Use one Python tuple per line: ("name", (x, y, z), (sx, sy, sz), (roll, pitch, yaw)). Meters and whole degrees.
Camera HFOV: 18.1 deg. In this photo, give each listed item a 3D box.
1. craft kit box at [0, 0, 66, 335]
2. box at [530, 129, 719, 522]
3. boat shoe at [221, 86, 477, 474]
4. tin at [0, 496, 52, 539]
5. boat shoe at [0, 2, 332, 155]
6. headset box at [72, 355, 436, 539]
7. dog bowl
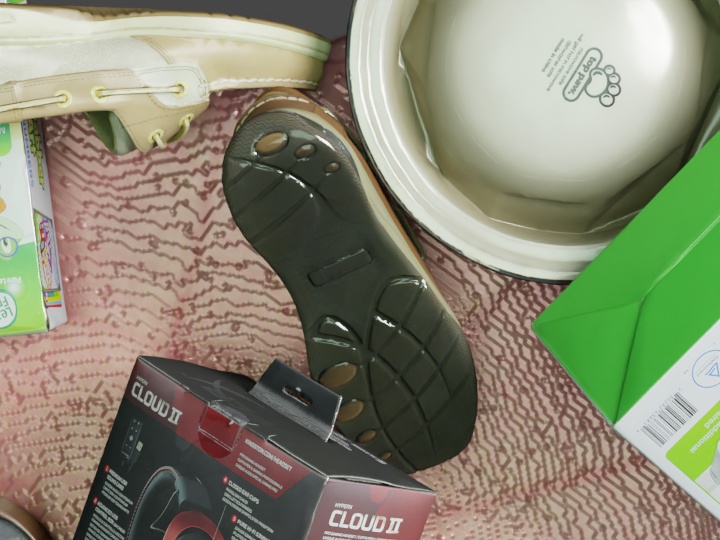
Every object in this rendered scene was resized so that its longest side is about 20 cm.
("craft kit box", (-0.251, -0.060, 1.079), (0.199, 0.049, 0.199), (-6, 92, 6))
("box", (0.211, 0.022, 0.986), (0.200, 0.097, 0.176), (-47, 123, 7))
("boat shoe", (0.000, 0.000, 1.045), (0.075, 0.074, 0.201), (-19, 118, 9))
("tin", (-0.238, 0.175, 1.107), (0.199, 0.042, 0.113), (-16, 89, 7))
("boat shoe", (-0.110, -0.086, 1.034), (0.199, 0.074, 0.067), (0, 94, -18))
("headset box", (-0.061, 0.141, 1.030), (0.148, 0.075, 0.201), (26, 99, 45))
("dog bowl", (0.095, -0.096, 1.036), (0.199, 0.074, 0.201), (0, 94, 5))
